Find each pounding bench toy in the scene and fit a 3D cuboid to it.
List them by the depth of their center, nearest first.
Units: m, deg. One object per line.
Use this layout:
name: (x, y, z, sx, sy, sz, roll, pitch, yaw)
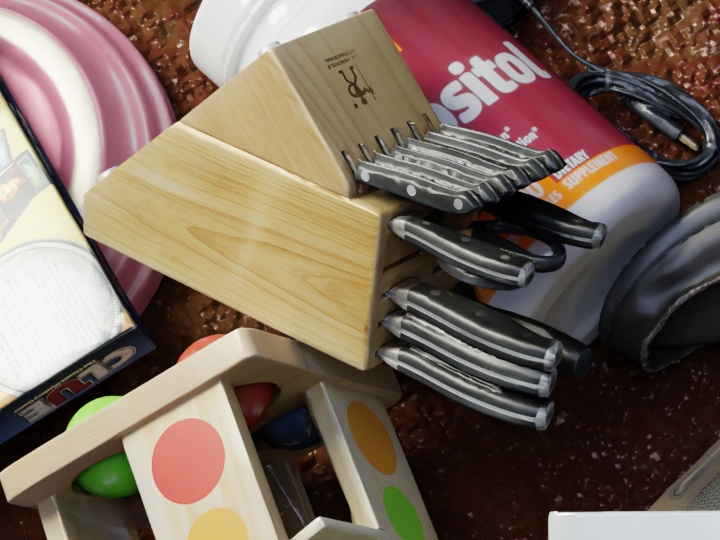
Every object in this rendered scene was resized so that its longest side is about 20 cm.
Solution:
pounding bench toy: (-0.073, 0.130, 1.195, 0.200, 0.124, 0.156, -31, 67, 21)

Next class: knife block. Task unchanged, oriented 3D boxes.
knife block: (0.000, 0.000, 1.163, 0.200, 0.064, 0.176, -33, 84, 45)

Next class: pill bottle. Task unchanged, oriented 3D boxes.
pill bottle: (0.026, -0.055, 1.242, 0.113, 0.113, 0.200, -46, 70, -5)

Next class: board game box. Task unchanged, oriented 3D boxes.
board game box: (-0.192, -0.017, 1.264, 0.135, 0.035, 0.200, -31, 70, 1)

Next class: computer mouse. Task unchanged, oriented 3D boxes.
computer mouse: (0.075, -0.106, 1.296, 0.059, 0.034, 0.200, -39, 74, -20)

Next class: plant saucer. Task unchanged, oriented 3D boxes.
plant saucer: (-0.178, -0.038, 1.313, 0.200, 0.051, 0.201, -4, 72, 11)

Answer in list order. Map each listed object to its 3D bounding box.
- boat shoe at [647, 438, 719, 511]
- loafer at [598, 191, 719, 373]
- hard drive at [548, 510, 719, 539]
boat shoe: (0.118, 0.136, 1.194, 0.200, 0.071, 0.065, -44, 34, 5)
loafer: (0.192, -0.005, 1.211, 0.200, 0.073, 0.071, -25, 68, 3)
hard drive: (0.132, 0.185, 1.056, 0.131, 0.027, 0.201, -2, 84, 17)
